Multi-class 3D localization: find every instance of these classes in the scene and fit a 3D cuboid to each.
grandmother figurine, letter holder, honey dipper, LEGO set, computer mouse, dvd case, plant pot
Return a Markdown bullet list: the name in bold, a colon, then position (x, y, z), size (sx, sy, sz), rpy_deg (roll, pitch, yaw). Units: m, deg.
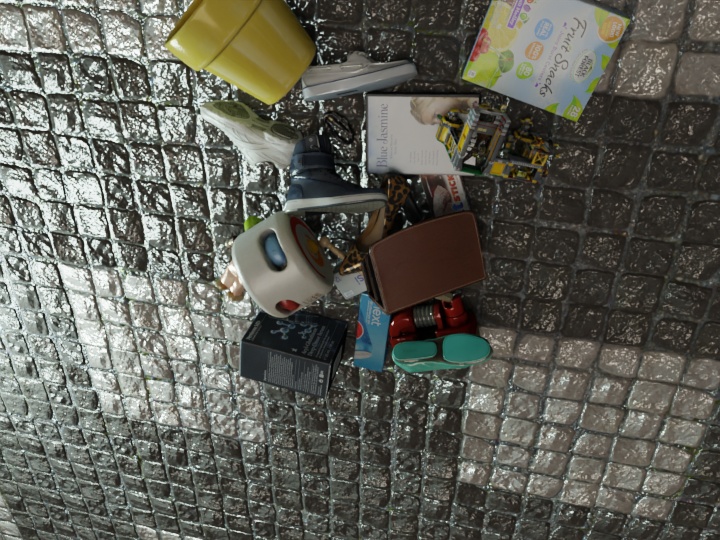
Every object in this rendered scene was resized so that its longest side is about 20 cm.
- **grandmother figurine**: position (-0.238, -0.026, 1.371), size (0.121, 0.061, 0.200), rpy_deg (40, 121, -3)
- **letter holder**: position (0.105, -0.030, 1.157), size (0.200, 0.101, 0.142), rpy_deg (-20, 112, -12)
- **honey dipper**: position (0.000, 0.000, 1.252), size (0.200, 0.038, 0.038), rpy_deg (38, 124, -2)
- **LEGO set**: position (0.225, -0.227, 1.035), size (0.200, 0.154, 0.116), rpy_deg (14, 126, -6)
- **computer mouse**: position (0.017, -0.226, 1.182), size (0.200, 0.034, 0.059), rpy_deg (29, 126, -3)
- **dvd case**: position (0.107, -0.239, 1.133), size (0.200, 0.018, 0.143), rpy_deg (3, 113, 8)
- **plant pot**: position (-0.182, -0.381, 1.053), size (0.201, 0.201, 0.189), rpy_deg (-34, 122, 31)

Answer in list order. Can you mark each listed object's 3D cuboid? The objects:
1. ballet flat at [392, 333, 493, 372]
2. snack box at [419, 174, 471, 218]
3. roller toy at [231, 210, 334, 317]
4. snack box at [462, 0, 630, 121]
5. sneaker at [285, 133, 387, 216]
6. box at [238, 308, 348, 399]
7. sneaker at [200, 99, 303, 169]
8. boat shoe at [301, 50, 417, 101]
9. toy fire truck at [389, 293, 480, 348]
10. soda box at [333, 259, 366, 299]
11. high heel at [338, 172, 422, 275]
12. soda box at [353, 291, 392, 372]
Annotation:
- **ballet flat**: position (0.163, 0.164, 1.256), size (0.200, 0.067, 0.070), rpy_deg (-6, 149, 20)
- **snack box**: position (0.171, -0.111, 1.216), size (0.072, 0.024, 0.200), rpy_deg (-11, 118, 20)
- **roller toy**: position (-0.139, -0.014, 1.232), size (0.140, 0.182, 0.200), rpy_deg (-30, 116, 13)
- **snack box**: position (0.283, -0.350, 1.005), size (0.200, 0.068, 0.169), rpy_deg (20, 125, 1)
- **sneaker**: position (-0.043, -0.175, 1.152), size (0.202, 0.077, 0.146), rpy_deg (1, 81, 27)
- **box**: position (-0.145, 0.173, 1.415), size (0.200, 0.148, 0.107), rpy_deg (13, 124, 7)
- **sneaker**: position (-0.213, -0.247, 1.211), size (0.200, 0.078, 0.099), rpy_deg (26, 129, 0)
- **boat shoe**: position (-0.006, -0.338, 1.094), size (0.200, 0.074, 0.065), rpy_deg (-9, 94, 7)
- **toy fire truck**: position (0.135, 0.093, 1.303), size (0.176, 0.129, 0.200), rpy_deg (-8, 113, 21)
- **soda box**: position (0.041, -0.017, 1.288), size (0.200, 0.068, 0.063), rpy_deg (-25, 110, 27)
- **high heel**: position (0.016, -0.086, 1.180), size (0.200, 0.071, 0.143), rpy_deg (-41, 140, -5)
- **soda box**: position (0.031, 0.119, 1.382), size (0.068, 0.064, 0.200), rpy_deg (12, 124, 8)
